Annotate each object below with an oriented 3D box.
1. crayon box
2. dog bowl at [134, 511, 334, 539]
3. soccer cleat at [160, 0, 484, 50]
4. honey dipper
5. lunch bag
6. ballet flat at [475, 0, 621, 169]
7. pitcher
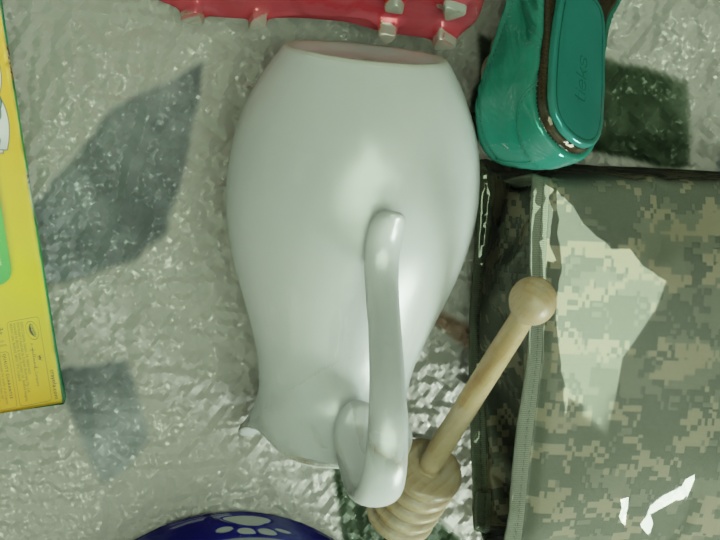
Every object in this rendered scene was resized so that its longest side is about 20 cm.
[{"bbox_3d":[-0.214,-0.027,1.151,0.118,0.058,0.201,-10,103,-11],"label":"crayon box"},{"bbox_3d":[-0.061,0.226,1.224,0.199,0.079,0.202,-2,101,-12],"label":"dog bowl"},{"bbox_3d":[-0.034,-0.158,1.172,0.199,0.067,0.077,9,60,-6],"label":"soccer cleat"},{"bbox_3d":[0.052,0.066,1.176,0.038,0.038,0.200,13,139,-15],"label":"honey dipper"},{"bbox_3d":[0.141,0.050,1.216,0.163,0.118,0.202,1,96,-14],"label":"lunch bag"},{"bbox_3d":[0.091,-0.135,1.181,0.067,0.070,0.201,37,54,-35],"label":"ballet flat"},{"bbox_3d":[0.000,0.000,1.145,0.120,0.172,0.202,2,101,-18],"label":"pitcher"}]
